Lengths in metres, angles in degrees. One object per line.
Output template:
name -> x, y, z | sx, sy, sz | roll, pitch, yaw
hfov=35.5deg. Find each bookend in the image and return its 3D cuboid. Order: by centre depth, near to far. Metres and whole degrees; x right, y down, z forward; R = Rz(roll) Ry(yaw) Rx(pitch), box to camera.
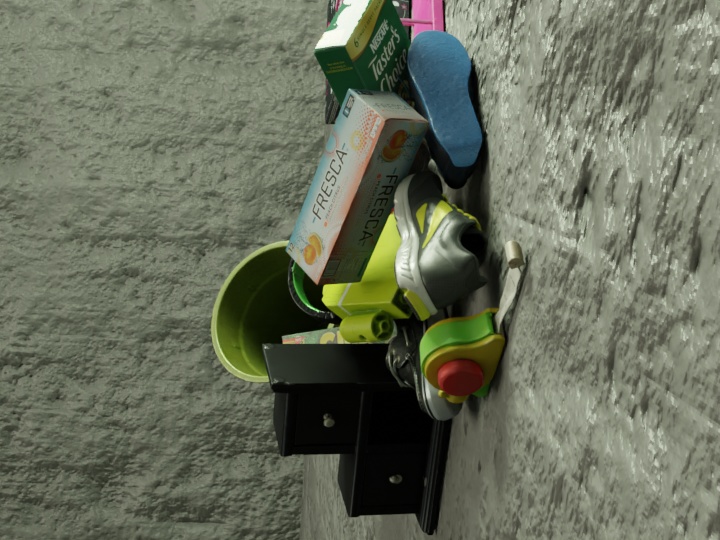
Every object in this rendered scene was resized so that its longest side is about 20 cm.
bookend -> -0.012, 0.187, 1.246 | 0.092, 0.199, 0.199 | -115, 29, -64

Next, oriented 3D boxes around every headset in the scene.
headset -> 0.000, 0.000, 1.327 | 0.094, 0.200, 0.124 | 38, -120, -60

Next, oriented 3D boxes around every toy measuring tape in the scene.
toy measuring tape -> 0.092, 0.051, 0.998 | 0.200, 0.073, 0.074 | 99, 171, -45

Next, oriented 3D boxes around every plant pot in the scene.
plant pot -> -0.073, 0.089, 1.560 | 0.190, 0.200, 0.200 | 41, -137, -53

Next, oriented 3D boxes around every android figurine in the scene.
android figurine -> 0.030, -0.003, 1.217 | 0.200, 0.041, 0.182 | -9, 49, 53

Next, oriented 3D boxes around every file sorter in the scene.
file sorter -> 0.032, -0.321, 1.444 | 0.139, 0.125, 0.200 | 107, 165, -64

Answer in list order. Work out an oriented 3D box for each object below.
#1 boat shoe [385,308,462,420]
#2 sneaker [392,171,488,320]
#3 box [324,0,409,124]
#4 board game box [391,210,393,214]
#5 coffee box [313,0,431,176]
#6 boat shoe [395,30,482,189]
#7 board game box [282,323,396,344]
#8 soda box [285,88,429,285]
boat shoe -> 0.063, 0.094, 1.164 | 0.200, 0.071, 0.072 | -87, -21, -65
sneaker -> 0.082, -0.030, 1.081 | 0.200, 0.084, 0.075 | -88, -24, -49
box -> 0.011, -0.332, 1.693 | 0.132, 0.114, 0.201 | 121, 150, -74
board game box -> 0.055, 0.009, 1.438 | 0.152, 0.046, 0.201 | 136, 136, -81
coffee box -> 0.026, -0.193, 1.211 | 0.200, 0.044, 0.123 | 62, -140, -36
boat shoe -> 0.078, -0.169, 1.173 | 0.069, 0.084, 0.200 | 95, 176, -50
board game box -> -0.007, 0.118, 1.369 | 0.023, 0.200, 0.105 | 10, -108, -56
soda box -> -0.006, -0.083, 1.155 | 0.068, 0.063, 0.200 | 47, 125, 36
